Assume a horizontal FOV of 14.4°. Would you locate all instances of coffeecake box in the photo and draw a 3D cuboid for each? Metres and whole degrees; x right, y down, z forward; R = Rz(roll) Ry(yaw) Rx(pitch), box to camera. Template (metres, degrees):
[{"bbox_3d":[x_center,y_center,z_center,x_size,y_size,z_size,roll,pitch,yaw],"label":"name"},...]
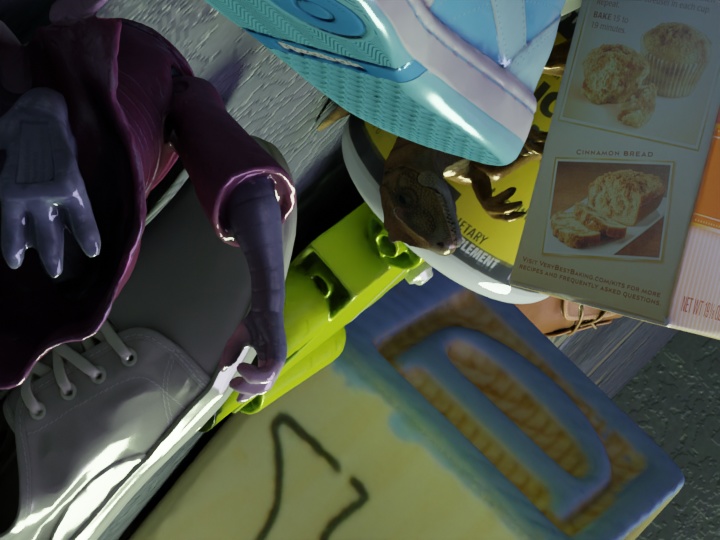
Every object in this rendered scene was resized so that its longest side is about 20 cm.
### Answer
[{"bbox_3d":[0.147,-0.074,1.002,0.153,0.073,0.201,13,91,-49],"label":"coffeecake box"}]

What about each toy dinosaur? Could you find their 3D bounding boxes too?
[{"bbox_3d":[0.035,-0.060,1.033,0.106,0.061,0.200,-5,-164,0],"label":"toy dinosaur"}]

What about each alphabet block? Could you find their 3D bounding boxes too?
[{"bbox_3d":[0.021,0.135,1.509,0.200,0.195,0.196,-50,168,24],"label":"alphabet block"}]

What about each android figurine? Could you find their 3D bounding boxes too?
[{"bbox_3d":[0.000,0.000,1.275,0.200,0.041,0.182,-36,174,-42],"label":"android figurine"}]

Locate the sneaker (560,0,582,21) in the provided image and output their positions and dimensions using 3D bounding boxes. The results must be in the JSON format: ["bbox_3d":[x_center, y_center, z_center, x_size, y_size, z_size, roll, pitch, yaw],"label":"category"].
[{"bbox_3d":[0.070,-0.137,0.985,0.200,0.076,0.088,-41,164,-25],"label":"sneaker"}]

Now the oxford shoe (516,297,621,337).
[{"bbox_3d":[0.133,0.015,1.848,0.200,0.071,0.071,-39,169,-31],"label":"oxford shoe"}]

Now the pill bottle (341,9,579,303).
[{"bbox_3d":[0.090,-0.092,1.122,0.200,0.112,0.112,-51,169,23],"label":"pill bottle"}]

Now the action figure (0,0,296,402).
[{"bbox_3d":[-0.090,-0.033,0.755,0.200,0.133,0.150,-54,140,-67],"label":"action figure"}]

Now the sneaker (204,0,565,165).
[{"bbox_3d":[0.015,-0.121,0.845,0.131,0.079,0.200,-67,156,-7],"label":"sneaker"}]

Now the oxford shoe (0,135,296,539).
[{"bbox_3d":[-0.092,0.034,1.020,0.058,0.075,0.200,22,115,-40],"label":"oxford shoe"}]
